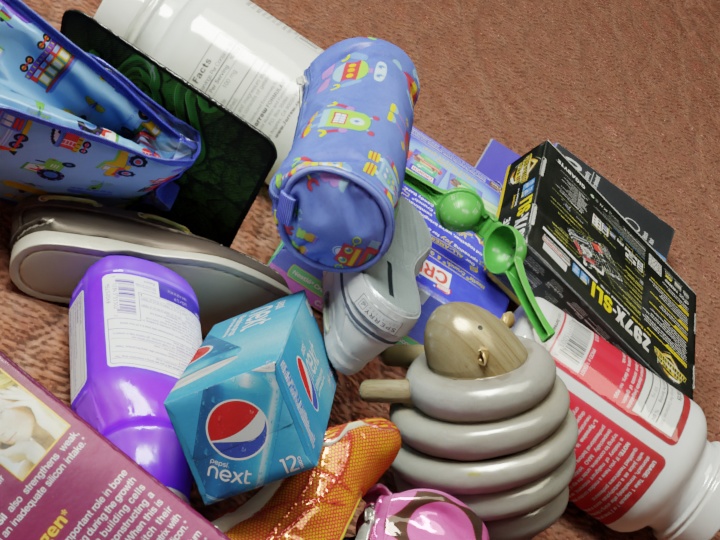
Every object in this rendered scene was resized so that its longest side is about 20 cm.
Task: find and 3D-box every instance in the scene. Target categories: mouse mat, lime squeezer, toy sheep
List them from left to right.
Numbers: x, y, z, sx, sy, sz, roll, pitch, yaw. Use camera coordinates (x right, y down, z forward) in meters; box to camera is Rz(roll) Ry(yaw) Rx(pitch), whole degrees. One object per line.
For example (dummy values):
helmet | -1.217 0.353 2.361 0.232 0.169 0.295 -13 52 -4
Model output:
mouse mat | -0.142 -0.082 1.029 0.161 0.200 0.008 34 61 -1
lime squeezer | 0.076 -0.026 1.107 0.200 0.038 0.071 46 45 14
toy sheep | 0.076 0.113 0.994 0.138 0.200 0.138 -9 24 4

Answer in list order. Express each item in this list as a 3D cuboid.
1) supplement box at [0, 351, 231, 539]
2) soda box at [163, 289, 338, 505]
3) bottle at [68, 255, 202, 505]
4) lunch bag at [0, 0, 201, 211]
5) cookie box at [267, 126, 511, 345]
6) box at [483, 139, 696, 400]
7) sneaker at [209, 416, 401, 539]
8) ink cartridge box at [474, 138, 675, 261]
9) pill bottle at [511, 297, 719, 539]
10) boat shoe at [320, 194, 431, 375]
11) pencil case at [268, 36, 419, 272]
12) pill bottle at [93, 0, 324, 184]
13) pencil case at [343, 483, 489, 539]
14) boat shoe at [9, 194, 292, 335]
supplement box | -0.159 0.143 0.729 0.200 0.103 0.131 40 66 -1
soda box | -0.060 0.069 0.908 0.200 0.068 0.064 -74 143 -80
bottle | -0.132 0.079 0.927 0.083 0.065 0.200 20 35 -28
lunch bag | -0.206 -0.088 0.995 0.200 0.150 0.094 28 63 -22
cookie box | 0.037 -0.024 1.209 0.171 0.075 0.200 33 33 -5
box | 0.189 0.011 1.226 0.200 0.049 0.160 43 34 -17
sneaker | -0.038 0.154 0.875 0.077 0.073 0.200 41 51 14
ink cartridge box | 0.187 -0.040 1.403 0.200 0.043 0.198 34 33 -1
pill bottle | 0.177 0.118 1.120 0.200 0.112 0.112 35 32 -1
boat shoe | 0.000 0.000 1.043 0.074 0.067 0.200 38 22 -10
pencil case | -0.010 -0.083 1.016 0.087 0.078 0.200 11 35 0
pill bottle | -0.110 -0.160 1.217 0.200 0.114 0.114 34 32 -2
pencil case | 0.024 0.216 0.876 0.094 0.091 0.200 53 24 -26
boat shoe | -0.137 -0.005 1.032 0.200 0.072 0.060 11 42 -24
